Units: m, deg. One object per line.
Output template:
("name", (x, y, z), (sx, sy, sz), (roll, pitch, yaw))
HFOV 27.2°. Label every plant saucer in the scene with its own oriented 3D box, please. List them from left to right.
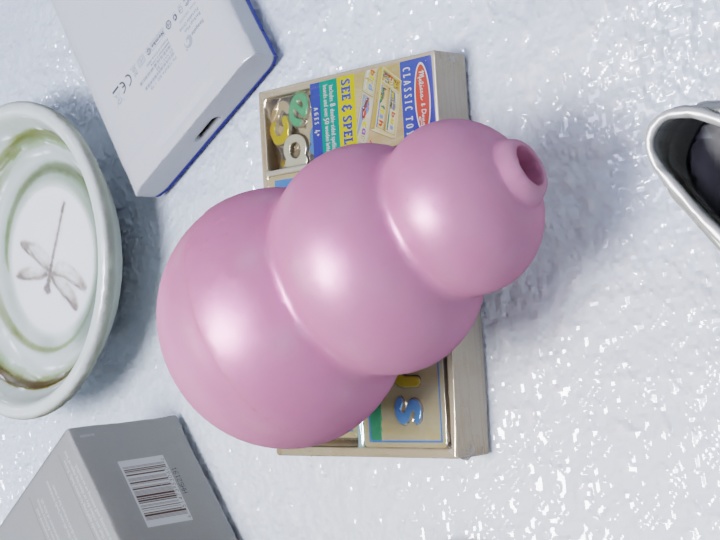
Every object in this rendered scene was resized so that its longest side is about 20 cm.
("plant saucer", (-0.204, -0.007, 0.956), (0.199, 0.050, 0.202), (2, 92, 44))

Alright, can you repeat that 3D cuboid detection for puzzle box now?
("puzzle box", (0.004, -0.003, 0.769), (0.132, 0.025, 0.202), (-7, 86, 44))

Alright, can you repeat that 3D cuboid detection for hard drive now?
("hard drive", (-0.131, -0.165, 0.899), (0.132, 0.025, 0.201), (-44, 62, 35))

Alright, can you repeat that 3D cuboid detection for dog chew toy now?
("dog chew toy", (0.000, 0.000, 0.679), (0.199, 0.124, 0.125), (-31, 69, 31))

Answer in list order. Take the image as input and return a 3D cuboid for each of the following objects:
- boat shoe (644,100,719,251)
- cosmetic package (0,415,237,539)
("boat shoe", (0.188, -0.004, 0.559), (0.200, 0.065, 0.072), (49, 122, 32))
("cosmetic package", (-0.168, 0.191, 0.901), (0.200, 0.090, 0.107), (-51, 57, 35))
